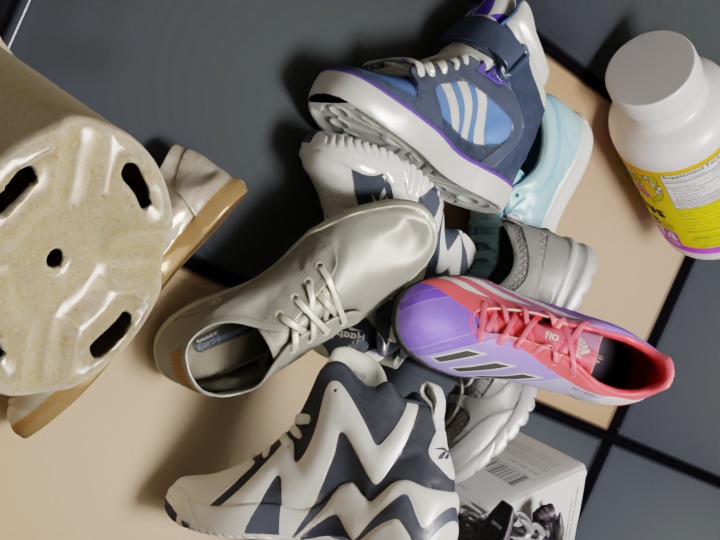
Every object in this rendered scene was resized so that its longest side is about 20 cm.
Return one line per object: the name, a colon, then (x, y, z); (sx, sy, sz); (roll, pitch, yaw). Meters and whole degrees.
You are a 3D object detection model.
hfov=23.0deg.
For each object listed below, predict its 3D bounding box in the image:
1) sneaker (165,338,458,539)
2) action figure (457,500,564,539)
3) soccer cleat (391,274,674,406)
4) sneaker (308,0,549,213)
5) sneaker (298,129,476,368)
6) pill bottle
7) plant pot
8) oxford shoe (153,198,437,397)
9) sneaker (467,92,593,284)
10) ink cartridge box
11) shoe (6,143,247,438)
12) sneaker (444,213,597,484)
sneaker: (-0.030, 0.109, 1.136); (0.079, 0.198, 0.131); (20, 71, -58)
action figure: (0.138, 0.198, 1.179); (0.199, 0.130, 0.070); (19, 87, -39)
soccer cleat: (0.115, 0.046, 1.159); (0.199, 0.073, 0.069); (17, 79, -27)
sneaker: (0.054, -0.138, 1.189); (0.200, 0.080, 0.147); (28, 75, -45)
sneaker: (0.000, 0.000, 1.183); (0.130, 0.079, 0.199); (-65, 152, -14)
pill bottle: (0.261, -0.101, 1.410); (0.105, 0.104, 0.200); (-54, 139, -14)
plant pot: (-0.198, -0.031, 0.861); (0.200, 0.183, 0.202); (-24, 126, -39)
oxford shoe: (-0.036, 0.022, 1.113); (0.199, 0.058, 0.076); (-28, 117, -5)
sneaker: (0.100, -0.040, 1.291); (0.082, 0.074, 0.201); (32, 74, -46)
ink cartridge box: (0.042, 0.174, 1.269); (0.199, 0.145, 0.084); (-15, 121, -44)
shoe: (-0.148, 0.011, 1.049); (0.053, 0.070, 0.200); (40, 79, -6)
sneaker: (0.086, 0.054, 1.234); (0.082, 0.075, 0.201); (31, 74, -13)
